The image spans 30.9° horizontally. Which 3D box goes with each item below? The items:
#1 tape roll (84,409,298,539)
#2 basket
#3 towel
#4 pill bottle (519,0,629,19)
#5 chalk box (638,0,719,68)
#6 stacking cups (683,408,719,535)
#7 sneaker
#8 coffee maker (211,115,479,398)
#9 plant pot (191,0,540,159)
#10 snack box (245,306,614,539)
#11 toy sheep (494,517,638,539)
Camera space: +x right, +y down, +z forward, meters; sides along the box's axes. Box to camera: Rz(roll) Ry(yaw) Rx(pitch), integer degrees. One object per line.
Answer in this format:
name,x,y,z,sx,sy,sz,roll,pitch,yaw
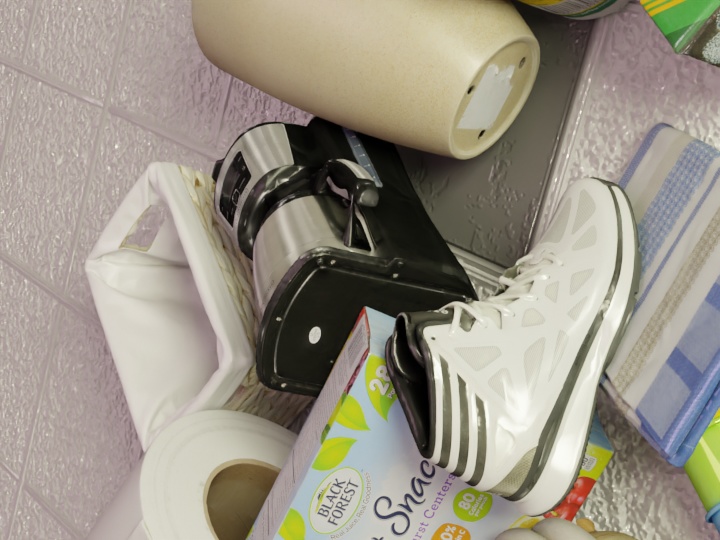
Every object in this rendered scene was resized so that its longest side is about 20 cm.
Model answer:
tape roll,-0.097,0.221,0.930,0.140,0.201,0.204,-51,51,30
basket,-0.118,0.034,1.034,0.136,0.122,0.202,-48,52,33
towel,0.170,0.005,0.720,0.148,0.024,0.200,-62,18,13
pill bottle,0.086,-0.226,0.780,0.112,0.198,0.115,-7,80,47
chalk box,0.231,-0.214,0.675,0.200,0.124,0.125,-50,52,30
stacking cups,0.220,0.137,0.695,0.061,0.060,0.202,-45,56,34
sneaker,0.083,0.021,0.723,0.075,0.114,0.203,-27,42,62
coffee maker,0.000,0.000,0.894,0.135,0.191,0.201,-44,32,15
plant pot,0.018,-0.167,0.886,0.199,0.186,0.189,39,114,25
snack box,0.035,0.147,0.813,0.202,0.167,0.068,-62,13,20
toy sheep,0.093,0.217,0.741,0.138,0.199,0.139,44,155,27
